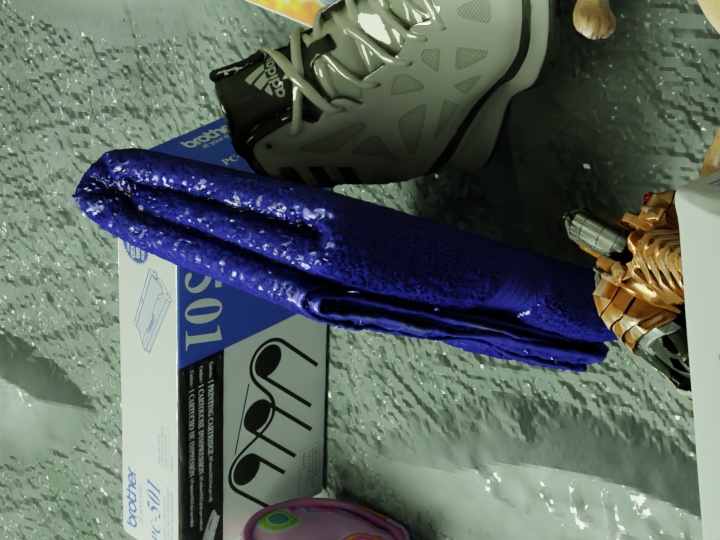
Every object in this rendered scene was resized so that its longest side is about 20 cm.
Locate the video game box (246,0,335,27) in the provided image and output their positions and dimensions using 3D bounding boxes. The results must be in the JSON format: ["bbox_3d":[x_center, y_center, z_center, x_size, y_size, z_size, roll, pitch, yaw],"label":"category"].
[{"bbox_3d":[-0.055,-0.209,1.227,0.200,0.047,0.183,25,129,40],"label":"video game box"}]

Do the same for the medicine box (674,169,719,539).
[{"bbox_3d":[0.208,0.038,0.922,0.103,0.200,0.183,21,125,49],"label":"medicine box"}]

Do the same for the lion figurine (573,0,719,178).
[{"bbox_3d":[0.139,-0.110,1.031,0.200,0.072,0.123,49,137,24],"label":"lion figurine"}]

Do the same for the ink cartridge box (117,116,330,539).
[{"bbox_3d":[-0.062,0.030,1.330,0.044,0.094,0.201,29,130,38],"label":"ink cartridge box"}]

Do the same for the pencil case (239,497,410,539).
[{"bbox_3d":[-0.020,0.207,1.389,0.087,0.087,0.201,31,131,36],"label":"pencil case"}]

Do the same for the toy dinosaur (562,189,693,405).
[{"bbox_3d":[0.127,0.017,1.047,0.136,0.200,0.102,31,111,10],"label":"toy dinosaur"}]

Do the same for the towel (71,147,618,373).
[{"bbox_3d":[0.000,0.000,1.156,0.147,0.200,0.050,13,88,42],"label":"towel"}]

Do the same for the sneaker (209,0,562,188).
[{"bbox_3d":[0.005,-0.083,1.127,0.201,0.115,0.076,107,143,-61],"label":"sneaker"}]
